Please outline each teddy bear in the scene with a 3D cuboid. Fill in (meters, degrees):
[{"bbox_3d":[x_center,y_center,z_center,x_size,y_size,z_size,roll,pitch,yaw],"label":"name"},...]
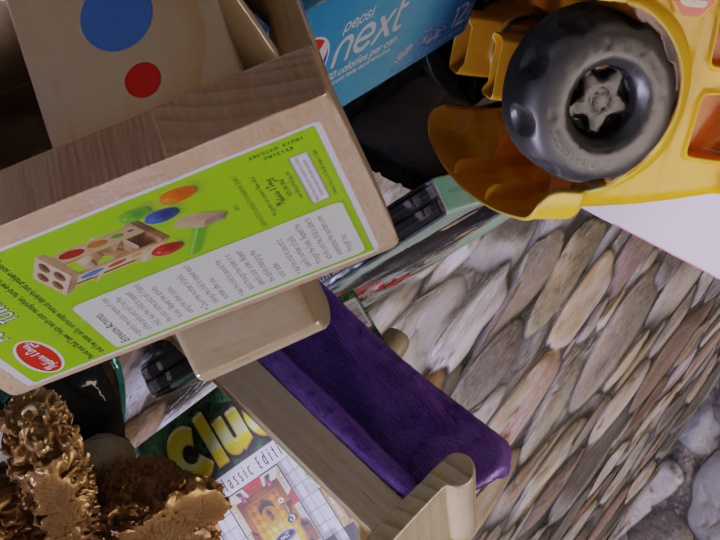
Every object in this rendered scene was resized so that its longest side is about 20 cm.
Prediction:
[{"bbox_3d":[-0.154,0.104,0.779,0.198,0.067,0.146,-19,136,-17],"label":"teddy bear"}]

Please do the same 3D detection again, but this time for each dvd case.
[{"bbox_3d":[0.000,0.000,0.974,0.199,0.022,0.146,-31,173,31],"label":"dvd case"}]

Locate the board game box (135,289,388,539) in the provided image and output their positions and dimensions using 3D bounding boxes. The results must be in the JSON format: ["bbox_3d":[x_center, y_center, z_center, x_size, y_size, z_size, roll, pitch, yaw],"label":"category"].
[{"bbox_3d":[-0.045,0.102,0.947,0.200,0.105,0.023,-38,170,36],"label":"board game box"}]

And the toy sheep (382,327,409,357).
[{"bbox_3d":[-0.021,0.123,1.133,0.201,0.137,0.138,-59,166,-22],"label":"toy sheep"}]

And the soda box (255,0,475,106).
[{"bbox_3d":[-0.025,-0.100,0.719,0.200,0.064,0.068,-37,156,-47],"label":"soda box"}]

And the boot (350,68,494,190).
[{"bbox_3d":[0.057,-0.116,1.020,0.133,0.069,0.200,-64,172,19],"label":"boot"}]

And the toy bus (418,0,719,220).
[{"bbox_3d":[0.136,-0.126,0.825,0.190,0.136,0.202,2,111,-20],"label":"toy bus"}]

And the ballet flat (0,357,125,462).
[{"bbox_3d":[-0.134,0.091,0.886,0.068,0.068,0.201,-37,148,-19],"label":"ballet flat"}]

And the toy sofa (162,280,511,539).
[{"bbox_3d":[-0.030,0.041,0.830,0.098,0.200,0.083,-43,161,-13],"label":"toy sofa"}]

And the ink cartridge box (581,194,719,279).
[{"bbox_3d":[0.186,-0.114,1.124,0.201,0.145,0.085,-63,180,-41],"label":"ink cartridge box"}]

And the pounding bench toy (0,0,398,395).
[{"bbox_3d":[-0.074,-0.062,0.564,0.123,0.157,0.200,-21,162,3],"label":"pounding bench toy"}]
